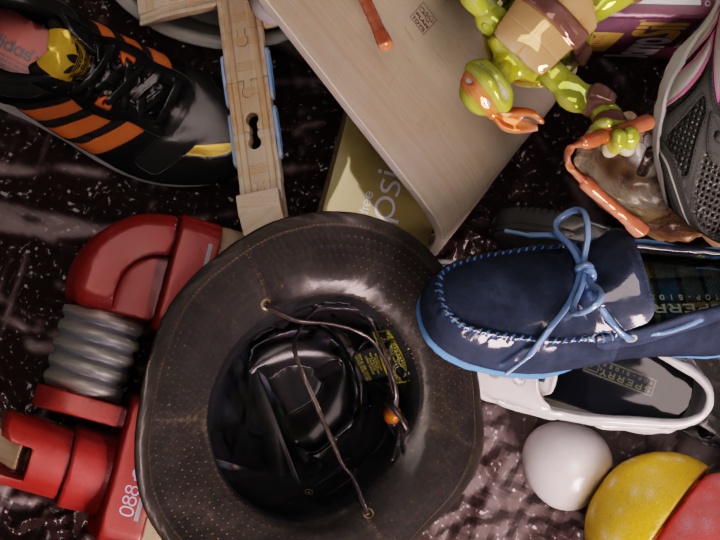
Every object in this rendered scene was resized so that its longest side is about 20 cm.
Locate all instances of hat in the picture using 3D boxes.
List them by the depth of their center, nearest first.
[{"bbox_3d":[-0.038,0.067,0.974,0.199,0.081,0.202,0,89,-31],"label":"hat"}]

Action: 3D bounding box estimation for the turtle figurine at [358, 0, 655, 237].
[{"bbox_3d":[0.107,-0.125,0.977,0.200,0.064,0.161,44,87,8],"label":"turtle figurine"}]

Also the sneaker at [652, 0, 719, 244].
[{"bbox_3d":[0.202,-0.107,0.976,0.080,0.086,0.202,10,106,-5],"label":"sneaker"}]

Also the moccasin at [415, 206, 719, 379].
[{"bbox_3d":[0.124,0.004,0.978,0.199,0.068,0.081,-6,63,-26],"label":"moccasin"}]

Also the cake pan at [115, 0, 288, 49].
[{"bbox_3d":[-0.065,-0.222,1.086,0.198,0.037,0.202,0,89,11],"label":"cake pan"}]

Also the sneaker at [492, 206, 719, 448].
[{"bbox_3d":[0.158,0.041,1.094,0.198,0.060,0.105,18,82,-5],"label":"sneaker"}]

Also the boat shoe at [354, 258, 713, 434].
[{"bbox_3d":[0.092,0.039,1.025,0.198,0.065,0.074,12,88,-8],"label":"boat shoe"}]

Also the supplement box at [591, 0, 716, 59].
[{"bbox_3d":[0.207,-0.176,1.078,0.198,0.131,0.104,1,87,-3],"label":"supplement box"}]

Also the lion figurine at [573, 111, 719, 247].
[{"bbox_3d":[0.217,-0.069,1.098,0.122,0.073,0.200,42,51,20],"label":"lion figurine"}]

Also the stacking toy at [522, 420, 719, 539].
[{"bbox_3d":[0.175,0.146,1.069,0.200,0.146,0.146,37,84,16],"label":"stacking toy"}]

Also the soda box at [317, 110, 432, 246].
[{"bbox_3d":[0.000,0.000,1.081,0.064,0.068,0.202,14,85,-4],"label":"soda box"}]

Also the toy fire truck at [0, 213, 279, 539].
[{"bbox_3d":[-0.153,0.049,1.052,0.199,0.129,0.177,16,84,-13],"label":"toy fire truck"}]

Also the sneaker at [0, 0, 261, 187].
[{"bbox_3d":[-0.147,-0.101,1.066,0.199,0.090,0.070,22,84,-2],"label":"sneaker"}]

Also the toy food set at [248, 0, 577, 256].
[{"bbox_3d":[0.017,-0.126,1.021,0.200,0.060,0.144,51,59,-18],"label":"toy food set"}]

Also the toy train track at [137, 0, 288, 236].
[{"bbox_3d":[-0.064,-0.117,1.028,0.114,0.033,0.202,-11,75,11],"label":"toy train track"}]
